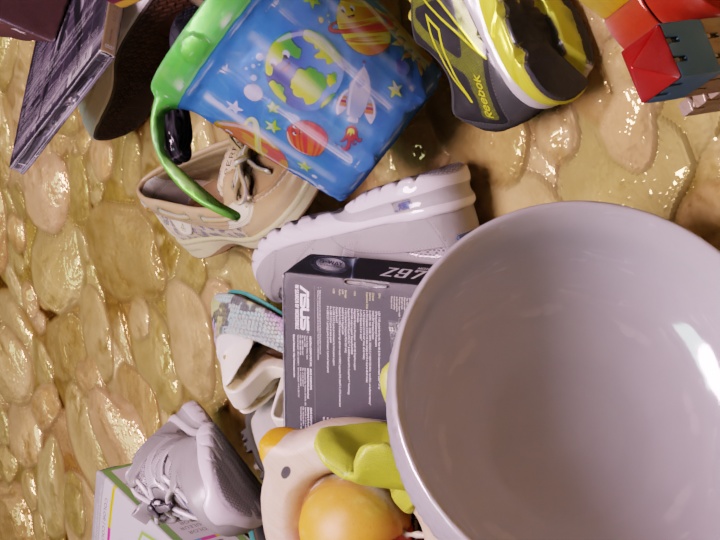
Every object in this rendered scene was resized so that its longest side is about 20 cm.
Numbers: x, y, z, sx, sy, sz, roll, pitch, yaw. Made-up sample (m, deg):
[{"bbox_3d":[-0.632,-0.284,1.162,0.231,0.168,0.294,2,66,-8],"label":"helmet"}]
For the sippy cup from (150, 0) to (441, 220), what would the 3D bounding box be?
[{"bbox_3d":[-0.030,-0.116,0.975,0.130,0.140,0.178,38,127,-4],"label":"sippy cup"}]

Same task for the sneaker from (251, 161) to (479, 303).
[{"bbox_3d":[0.000,0.000,1.028,0.199,0.074,0.083,-21,85,55],"label":"sneaker"}]

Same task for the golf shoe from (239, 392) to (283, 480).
[{"bbox_3d":[-0.003,0.136,1.087,0.088,0.077,0.200,-51,55,19],"label":"golf shoe"}]

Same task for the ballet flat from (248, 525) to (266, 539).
[{"bbox_3d":[-0.029,0.215,1.118,0.068,0.068,0.200,58,-173,-28],"label":"ballet flat"}]

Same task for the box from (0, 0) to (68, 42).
[{"bbox_3d":[-0.239,-0.271,1.219,0.100,0.075,0.202,13,86,51],"label":"box"}]

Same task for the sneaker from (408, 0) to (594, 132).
[{"bbox_3d":[0.049,-0.165,0.916,0.085,0.074,0.202,-36,70,48],"label":"sneaker"}]

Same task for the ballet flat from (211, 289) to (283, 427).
[{"bbox_3d":[-0.042,0.066,1.084,0.199,0.071,0.069,20,153,40],"label":"ballet flat"}]

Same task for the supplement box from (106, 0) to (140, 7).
[{"bbox_3d":[-0.126,-0.281,1.025,0.130,0.103,0.202,-13,63,43],"label":"supplement box"}]

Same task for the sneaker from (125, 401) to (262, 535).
[{"bbox_3d":[-0.115,0.151,1.153,0.075,0.082,0.200,54,173,-10],"label":"sneaker"}]

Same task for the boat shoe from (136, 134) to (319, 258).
[{"bbox_3d":[-0.084,-0.055,1.115,0.199,0.062,0.074,-22,40,54],"label":"boat shoe"}]

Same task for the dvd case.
[{"bbox_3d":[-0.197,-0.185,1.200,0.149,0.016,0.201,-42,36,44],"label":"dvd case"}]

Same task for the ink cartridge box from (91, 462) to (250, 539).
[{"bbox_3d":[-0.130,0.234,1.276,0.200,0.059,0.105,32,124,45],"label":"ink cartridge box"}]

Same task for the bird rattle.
[{"bbox_3d":[0.023,0.145,0.925,0.162,0.113,0.202,0,118,32],"label":"bird rattle"}]

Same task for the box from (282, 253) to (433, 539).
[{"bbox_3d":[0.036,0.098,0.963,0.159,0.044,0.202,5,106,18],"label":"box"}]

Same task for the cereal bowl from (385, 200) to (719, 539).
[{"bbox_3d":[0.106,0.071,0.818,0.083,0.198,0.201,112,136,-67],"label":"cereal bowl"}]

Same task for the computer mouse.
[{"bbox_3d":[-0.114,-0.121,1.090,0.200,0.034,0.059,-81,-17,-63],"label":"computer mouse"}]

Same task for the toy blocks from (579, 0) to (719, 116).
[{"bbox_3d":[0.137,-0.148,0.753,0.100,0.136,0.202,-34,71,51],"label":"toy blocks"}]

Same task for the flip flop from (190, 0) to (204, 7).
[{"bbox_3d":[-0.074,-0.184,1.086,0.058,0.081,0.201,-47,61,26],"label":"flip flop"}]

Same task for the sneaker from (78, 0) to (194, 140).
[{"bbox_3d":[-0.169,-0.178,1.209,0.200,0.072,0.085,-47,64,49],"label":"sneaker"}]
